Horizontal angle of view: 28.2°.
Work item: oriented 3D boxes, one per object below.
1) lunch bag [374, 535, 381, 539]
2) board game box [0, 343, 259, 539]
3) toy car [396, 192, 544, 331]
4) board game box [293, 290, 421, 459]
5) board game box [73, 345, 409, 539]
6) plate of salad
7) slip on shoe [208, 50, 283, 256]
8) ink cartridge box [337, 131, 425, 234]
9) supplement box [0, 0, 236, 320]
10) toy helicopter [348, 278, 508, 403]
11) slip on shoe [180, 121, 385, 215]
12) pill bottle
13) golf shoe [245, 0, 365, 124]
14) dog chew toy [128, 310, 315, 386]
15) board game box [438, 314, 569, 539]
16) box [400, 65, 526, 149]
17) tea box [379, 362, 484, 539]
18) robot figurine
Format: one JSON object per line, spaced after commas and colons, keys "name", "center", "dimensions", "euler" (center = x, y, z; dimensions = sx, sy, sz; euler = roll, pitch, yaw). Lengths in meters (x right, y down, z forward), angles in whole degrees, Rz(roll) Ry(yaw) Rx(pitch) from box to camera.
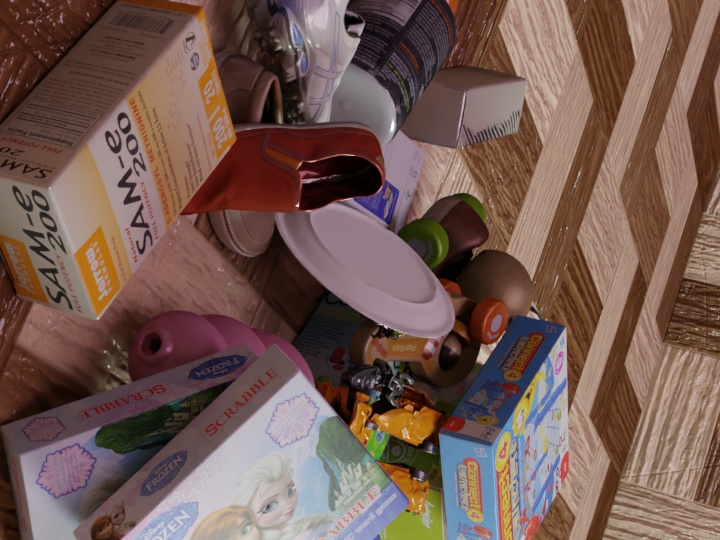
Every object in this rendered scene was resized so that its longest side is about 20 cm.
{"name": "lunch bag", "center": [-0.080, 0.260, 1.309], "dimensions": [0.161, 0.083, 0.200], "euler": [-39, 157, 14]}
{"name": "board game box", "center": [-0.161, 0.175, 1.096], "dimensions": [0.199, 0.041, 0.201], "euler": [-19, 126, -26]}
{"name": "toy car", "center": [0.125, 0.031, 1.564], "dimensions": [0.158, 0.200, 0.164], "euler": [-56, 170, 25]}
{"name": "board game box", "center": [-0.016, 0.121, 1.448], "dimensions": [0.200, 0.105, 0.103], "euler": [-58, 151, -36]}
{"name": "board game box", "center": [-0.083, 0.187, 1.092], "dimensions": [0.200, 0.041, 0.200], "euler": [-44, 133, -7]}
{"name": "plate of salad", "center": [0.000, 0.000, 1.329], "dimensions": [0.048, 0.200, 0.200], "euler": [-53, 166, 22]}
{"name": "slip on shoe", "center": [-0.088, -0.091, 1.208], "dimensions": [0.076, 0.060, 0.201], "euler": [-51, 147, -45]}
{"name": "ink cartridge box", "center": [0.010, -0.103, 1.463], "dimensions": [0.200, 0.039, 0.100], "euler": [32, 73, -68]}
{"name": "supplement box", "center": [-0.173, -0.082, 0.998], "dimensions": [0.200, 0.073, 0.126], "euler": [-58, 151, -36]}
{"name": "toy helicopter", "center": [0.053, 0.080, 1.392], "dimensions": [0.200, 0.079, 0.133], "euler": [2, 106, -52]}
{"name": "slip on shoe", "center": [-0.070, -0.076, 1.148], "dimensions": [0.199, 0.061, 0.074], "euler": [-9, 133, -22]}
{"name": "pill bottle", "center": [0.024, -0.207, 1.342], "dimensions": [0.106, 0.106, 0.200], "euler": [83, 29, -42]}
{"name": "golf shoe", "center": [-0.032, -0.172, 1.207], "dimensions": [0.097, 0.078, 0.200], "euler": [-32, 157, -14]}
{"name": "dog chew toy", "center": [-0.119, 0.092, 1.181], "dimensions": [0.200, 0.124, 0.125], "euler": [42, 64, -56]}
{"name": "board game box", "center": [0.148, 0.183, 1.434], "dimensions": [0.196, 0.056, 0.201], "euler": [-51, 143, -45]}
{"name": "box", "center": [0.115, -0.186, 1.609], "dimensions": [0.200, 0.082, 0.069], "euler": [-22, 124, -61]}
{"name": "tea box", "center": [0.063, 0.199, 1.563], "dimensions": [0.200, 0.196, 0.134], "euler": [-53, 148, -45]}
{"name": "robot figurine", "center": [0.011, 0.158, 1.304], "dimensions": [0.200, 0.058, 0.145], "euler": [28, 80, -53]}
